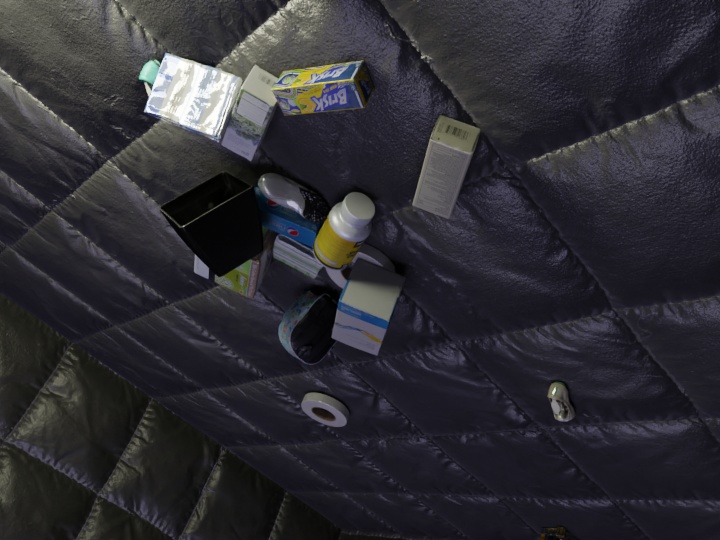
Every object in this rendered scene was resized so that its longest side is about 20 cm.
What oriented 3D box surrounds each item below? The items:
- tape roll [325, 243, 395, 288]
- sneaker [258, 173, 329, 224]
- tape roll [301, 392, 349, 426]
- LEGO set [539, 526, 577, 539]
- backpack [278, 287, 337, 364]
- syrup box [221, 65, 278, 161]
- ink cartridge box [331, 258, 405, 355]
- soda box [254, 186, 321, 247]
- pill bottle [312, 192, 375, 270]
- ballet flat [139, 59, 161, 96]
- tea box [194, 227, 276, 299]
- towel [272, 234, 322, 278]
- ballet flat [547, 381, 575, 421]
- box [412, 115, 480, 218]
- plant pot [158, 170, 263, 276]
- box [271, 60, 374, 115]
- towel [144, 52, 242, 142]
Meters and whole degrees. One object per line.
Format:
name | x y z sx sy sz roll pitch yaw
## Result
tape roll | 0.000 0.000 1.769 0.199 0.037 0.204 17 145 12
sneaker | -0.164 -0.183 1.612 0.198 0.073 0.072 30 -175 -21
tape roll | -0.141 0.556 2.575 0.199 0.037 0.204 16 145 11
LEGO set | 0.850 1.183 2.746 0.152 0.117 0.200 -17 129 44
backpack | -0.149 0.171 1.944 0.149 0.201 0.178 14 151 50
syrup box | -0.237 -0.340 1.420 0.078 0.082 0.200 27 146 -10
ink cartridge box | 0.018 0.102 1.728 0.142 0.149 0.201 20 145 4
soda box | -0.198 -0.139 1.679 0.197 0.065 0.068 24 146 2
pill bottle | -0.038 -0.097 1.589 0.111 0.113 0.201 28 140 -6
ballet flat | -0.434 -0.383 1.488 0.067 0.070 0.201 28 160 54
tea box | -0.353 -0.055 1.821 0.194 0.135 0.201 23 146 0
towel | -0.173 -0.040 1.788 0.147 0.031 0.200 29 164 -4
ballet flat | 0.595 0.409 1.925 0.068 0.070 0.201 -1 139 31
box | 0.176 -0.211 1.346 0.093 0.079 0.201 20 145 5
plant pot | -0.352 -0.106 1.605 0.199 0.198 0.180 30 146 53
box | -0.076 -0.366 1.306 0.196 0.065 0.071 2 140 28
towel | -0.363 -0.378 1.400 0.197 0.149 0.024 21 179 11
